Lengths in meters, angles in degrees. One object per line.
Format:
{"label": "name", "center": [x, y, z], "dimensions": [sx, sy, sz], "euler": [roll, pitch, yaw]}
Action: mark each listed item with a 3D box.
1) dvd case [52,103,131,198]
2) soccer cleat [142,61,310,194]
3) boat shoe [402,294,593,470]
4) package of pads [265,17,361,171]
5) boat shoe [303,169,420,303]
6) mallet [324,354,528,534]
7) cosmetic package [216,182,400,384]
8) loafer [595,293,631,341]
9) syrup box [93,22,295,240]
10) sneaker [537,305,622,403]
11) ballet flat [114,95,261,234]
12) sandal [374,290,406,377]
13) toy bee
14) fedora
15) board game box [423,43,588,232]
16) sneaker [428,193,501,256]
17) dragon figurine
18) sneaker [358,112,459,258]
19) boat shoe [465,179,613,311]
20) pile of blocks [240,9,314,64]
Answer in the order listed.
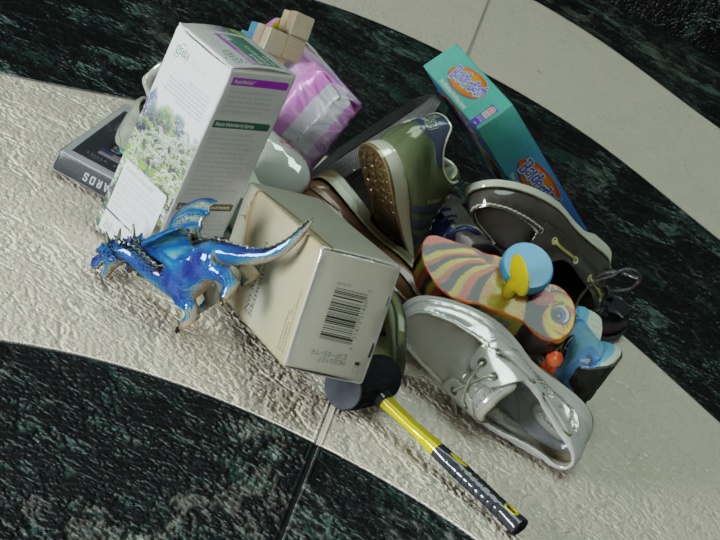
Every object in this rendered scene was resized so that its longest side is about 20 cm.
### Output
{"label": "dvd case", "center": [-0.187, -0.092, 1.743], "dimensions": [0.150, 0.025, 0.200], "euler": [28, 20, 1]}
{"label": "soccer cleat", "center": [-0.131, -0.127, 1.730], "dimensions": [0.200, 0.070, 0.086], "euler": [33, -16, 34]}
{"label": "boat shoe", "center": [0.112, 0.096, 1.583], "dimensions": [0.200, 0.071, 0.069], "euler": [35, 27, -4]}
{"label": "package of pads", "center": [-0.080, -0.169, 1.888], "dimensions": [0.076, 0.121, 0.200], "euler": [40, 7, -28]}
{"label": "boat shoe", "center": [0.000, 0.000, 1.711], "dimensions": [0.068, 0.072, 0.200], "euler": [-30, 65, -27]}
{"label": "mallet", "center": [0.050, 0.138, 1.478], "dimensions": [0.066, 0.041, 0.200], "euler": [-2, 40, -50]}
{"label": "cosmetic package", "center": [-0.046, 0.007, 1.514], "dimensions": [0.073, 0.104, 0.200], "euler": [14, 11, -24]}
{"label": "loafer", "center": [0.217, 0.030, 1.896], "dimensions": [0.200, 0.063, 0.072], "euler": [4, 31, -47]}
{"label": "syrup box", "center": [-0.140, -0.099, 1.566], "dimensions": [0.081, 0.200, 0.079], "euler": [2, 31, -49]}
{"label": "sneaker", "center": [0.178, 0.069, 1.728], "dimensions": [0.090, 0.078, 0.200], "euler": [34, 10, -12]}
{"label": "ballet flat", "center": [-0.136, -0.090, 1.674], "dimensions": [0.200, 0.064, 0.067], "euler": [35, 22, 19]}
{"label": "sandal", "center": [-0.018, 0.031, 1.613], "dimensions": [0.057, 0.080, 0.201], "euler": [-17, 39, -25]}
{"label": "toy bee", "center": [0.144, 0.032, 1.625], "dimensions": [0.200, 0.131, 0.109], "euler": [-2, 58, 9]}
{"label": "fedora", "center": [0.027, -0.096, 1.873], "dimensions": [0.090, 0.177, 0.200], "euler": [57, 7, -6]}
{"label": "board game box", "center": [0.149, -0.115, 1.875], "dimensions": [0.200, 0.045, 0.152], "euler": [54, 2, -36]}
{"label": "sneaker", "center": [0.094, -0.022, 1.863], "dimensions": [0.115, 0.081, 0.199], "euler": [31, 14, 21]}
{"label": "dragon figurine", "center": [-0.133, -0.018, 1.473], "dimensions": [0.100, 0.200, 0.059], "euler": [55, 43, -6]}
{"label": "sneaker", "center": [0.056, -0.066, 1.724], "dimensions": [0.090, 0.200, 0.067], "euler": [-34, 56, -18]}
{"label": "boat shoe", "center": [0.171, -0.023, 1.773], "dimensions": [0.201, 0.072, 0.061], "euler": [30, 57, -40]}
{"label": "pile of blocks", "center": [-0.133, -0.199, 1.828], "dimensions": [0.062, 0.200, 0.082], "euler": [19, 40, -42]}
